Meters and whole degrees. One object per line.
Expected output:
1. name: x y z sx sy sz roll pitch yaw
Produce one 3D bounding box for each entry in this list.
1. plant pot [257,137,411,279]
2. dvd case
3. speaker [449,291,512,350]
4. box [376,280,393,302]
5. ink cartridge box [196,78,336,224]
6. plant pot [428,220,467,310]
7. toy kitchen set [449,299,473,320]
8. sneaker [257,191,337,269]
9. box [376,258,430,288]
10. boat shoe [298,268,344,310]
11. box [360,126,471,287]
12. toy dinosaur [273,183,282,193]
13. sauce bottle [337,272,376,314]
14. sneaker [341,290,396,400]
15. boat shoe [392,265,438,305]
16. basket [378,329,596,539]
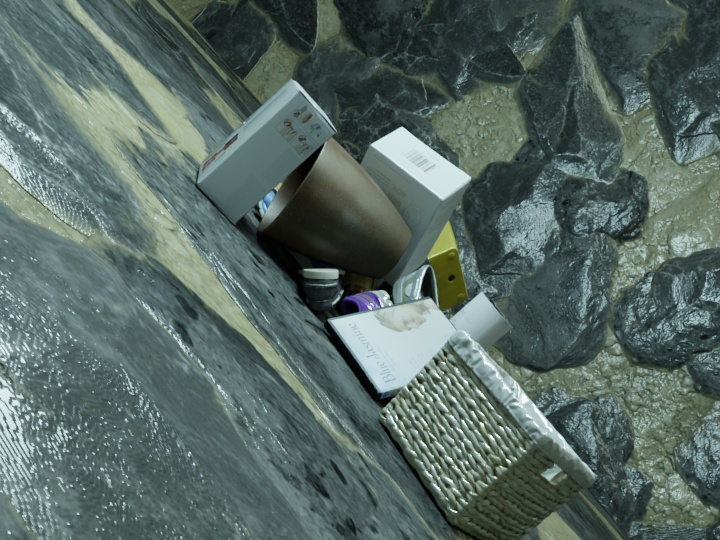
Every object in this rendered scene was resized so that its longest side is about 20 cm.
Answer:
1. plant pot: -0.027 -0.078 1.621 0.200 0.187 0.187 35 8 -13
2. dvd case: 0.062 0.106 1.485 0.199 0.018 0.143 -11 51 -37
3. speaker: 0.155 0.127 1.735 0.081 0.200 0.081 47 6 -6
4. box: 0.051 0.083 1.761 0.075 0.100 0.200 47 5 -11
5. ink cartridge box: -0.141 -0.182 1.546 0.084 0.200 0.176 47 6 -17
6. plant pot: 0.107 -0.013 2.065 0.177 0.199 0.201 -125 -165 -52
7. toy kitchen set: 0.237 0.184 2.210 0.181 0.163 0.200 48 6 -5
8. sneaker: -0.090 -0.065 1.737 0.200 0.089 0.079 47 5 6
9. box: 0.006 -0.033 1.898 0.200 0.160 0.044 49 -20 -6
10. boat shoe: -0.061 0.029 1.588 0.200 0.072 0.063 -174 -95 -90
11. box: 0.062 -0.105 1.724 0.152 0.200 0.106 38 39 12
12. toy dinosaur: -0.159 -0.153 1.802 0.200 0.058 0.101 39 6 -36
13. sauce bottle: 0.000 0.000 1.785 0.066 0.066 0.200 46 28 -21
14. sneaker: 0.021 0.116 1.536 0.083 0.081 0.201 -3 46 -24
15. boat shoe: 0.097 0.082 1.595 0.074 0.065 0.203 29 38 -32
16. basket: 0.157 0.218 1.320 0.200 0.161 0.198 53 7 38
